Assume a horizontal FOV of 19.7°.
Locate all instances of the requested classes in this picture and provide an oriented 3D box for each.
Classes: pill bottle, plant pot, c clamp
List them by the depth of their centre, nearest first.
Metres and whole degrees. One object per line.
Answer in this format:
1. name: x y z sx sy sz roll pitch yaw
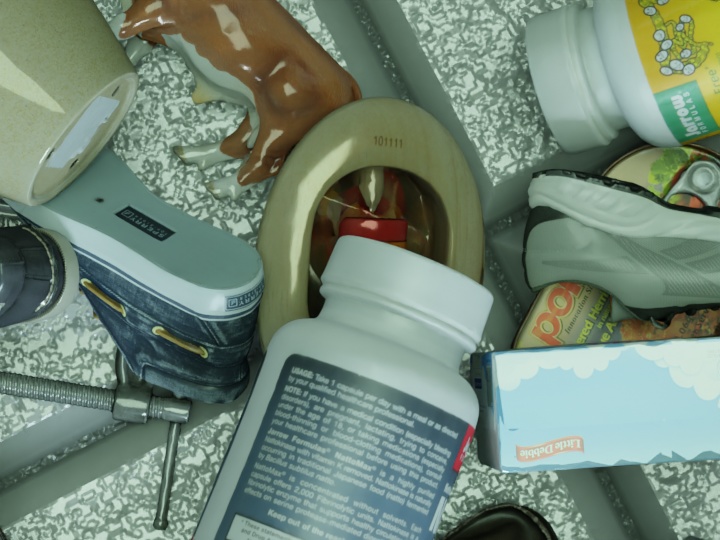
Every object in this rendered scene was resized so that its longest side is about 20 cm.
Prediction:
1. pill bottle: -0.005 0.090 1.090 0.120 0.120 0.200 22 82 -1
2. plant pot: -0.225 -0.132 1.123 0.200 0.187 0.187 39 86 7
3. pill bottle: 0.200 -0.135 1.173 0.200 0.113 0.113 -16 87 19
4. c clamp: -0.188 0.045 1.206 0.200 0.027 0.171 15 86 -2

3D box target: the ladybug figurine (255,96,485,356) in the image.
1. ladybug figurine: 0.000 0.000 1.186 0.136 0.072 0.200 6 95 -18

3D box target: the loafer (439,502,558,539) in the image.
1. loafer: 0.040 0.198 1.160 0.073 0.071 0.200 38 63 23

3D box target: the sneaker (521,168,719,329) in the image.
1. sneaker: 0.187 0.000 1.176 0.200 0.074 0.079 14 95 4

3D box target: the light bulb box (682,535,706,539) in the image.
1. light bulb box: 0.150 0.249 1.125 0.198 0.200 0.125 -32 87 -4

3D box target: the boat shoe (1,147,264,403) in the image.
1. boat shoe: -0.139 -0.001 1.174 0.200 0.091 0.071 32 43 29

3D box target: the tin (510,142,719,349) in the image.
1. tin: 0.161 0.019 1.220 0.112 0.042 0.200 29 86 -5

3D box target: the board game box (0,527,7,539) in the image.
1. board game box: -0.267 0.199 1.151 0.159 0.097 0.200 -30 83 -4

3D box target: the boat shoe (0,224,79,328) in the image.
1. boat shoe: -0.253 0.018 1.150 0.200 0.063 0.073 -16 83 26

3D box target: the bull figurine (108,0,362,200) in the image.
1. bull figurine: -0.092 -0.138 1.204 0.121 0.065 0.200 -44 87 -1

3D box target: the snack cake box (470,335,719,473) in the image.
1. snack cake box: 0.166 0.070 1.142 0.200 0.115 0.067 -4 87 -3
